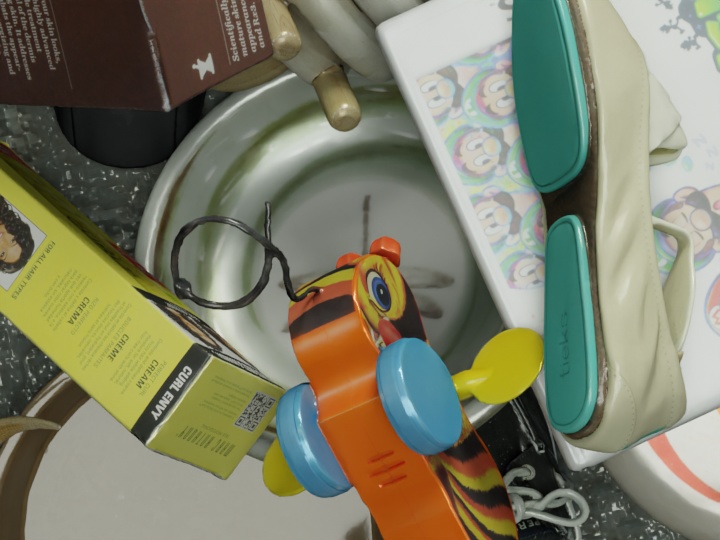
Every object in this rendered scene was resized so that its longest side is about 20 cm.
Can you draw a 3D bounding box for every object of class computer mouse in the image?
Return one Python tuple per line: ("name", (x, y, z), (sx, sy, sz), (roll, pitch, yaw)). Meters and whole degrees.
("computer mouse", (-0.129, -0.149, 1.252), (0.139, 0.046, 0.201), (9, 96, -2))

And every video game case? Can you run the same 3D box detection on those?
("video game case", (0.128, -0.046, 1.151), (0.181, 0.024, 0.201), (-24, 89, 0))

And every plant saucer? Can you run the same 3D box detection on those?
("plant saucer", (-0.075, 0.123, 1.293), (0.199, 0.029, 0.201), (0, 97, -1))
("plant saucer", (0.000, 0.000, 1.246), (0.199, 0.050, 0.201), (-4, 67, 10))

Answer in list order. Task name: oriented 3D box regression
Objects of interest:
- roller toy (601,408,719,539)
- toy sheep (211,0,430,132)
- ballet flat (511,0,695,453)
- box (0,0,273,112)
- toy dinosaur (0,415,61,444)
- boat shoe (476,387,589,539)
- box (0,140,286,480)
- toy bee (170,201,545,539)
("roller toy", (0.179, 0.032, 1.231), (0.181, 0.140, 0.201), (-20, 97, 2))
("toy sheep", (0.004, -0.146, 1.211), (0.199, 0.138, 0.138), (-34, 96, 8))
("ballet flat", (0.100, -0.029, 1.112), (0.069, 0.069, 0.201), (-3, 86, -1))
("box", (-0.139, -0.127, 1.178), (0.199, 0.075, 0.101), (7, 117, 41))
("toy dinosaur", (-0.217, 0.107, 1.275), (0.101, 0.058, 0.200), (34, 113, -9))
("boat shoe", (0.064, 0.111, 1.267), (0.073, 0.068, 0.201), (-12, 98, -14))
("box", (-0.124, 0.007, 1.209), (0.200, 0.075, 0.050), (39, 94, 31))
("toy bee", (0.013, 0.037, 1.141), (0.130, 0.109, 0.201), (-4, 119, 17))
